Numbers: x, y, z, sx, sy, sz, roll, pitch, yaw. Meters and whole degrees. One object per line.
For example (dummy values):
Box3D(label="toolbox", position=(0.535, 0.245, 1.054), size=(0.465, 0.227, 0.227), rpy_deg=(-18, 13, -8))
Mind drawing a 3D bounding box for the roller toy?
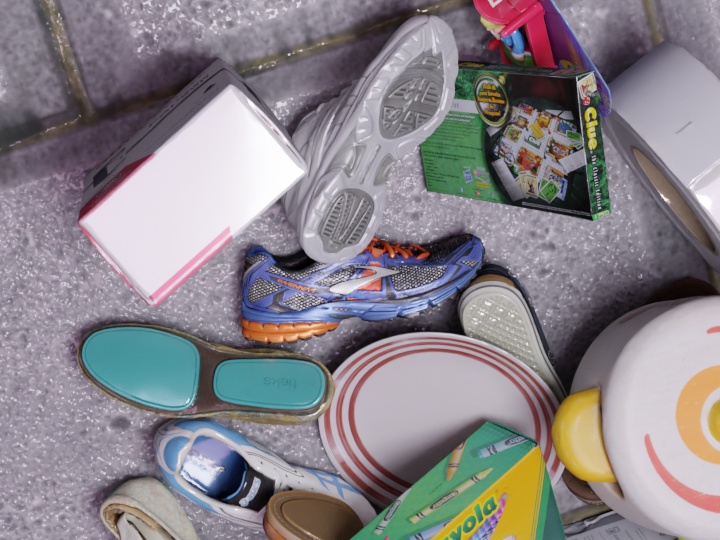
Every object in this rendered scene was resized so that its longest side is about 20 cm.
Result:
Box3D(label="roller toy", position=(0.255, 0.109, 1.372), size=(0.200, 0.140, 0.183), rpy_deg=(33, 83, -6))

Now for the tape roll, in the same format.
Box3D(label="tape roll", position=(0.261, -0.073, 1.372), size=(0.071, 0.202, 0.203), rpy_deg=(-38, 107, 2))

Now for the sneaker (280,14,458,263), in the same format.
Box3D(label="sneaker", position=(-0.005, -0.111, 1.369), size=(0.078, 0.099, 0.200), rpy_deg=(25, 101, -41))

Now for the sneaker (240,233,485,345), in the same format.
Box3D(label="sneaker", position=(0.000, 0.000, 1.415), size=(0.199, 0.075, 0.079), rpy_deg=(-14, 103, -8))

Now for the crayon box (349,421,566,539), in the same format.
Box3D(label="crayon box", position=(0.064, 0.222, 1.391), size=(0.200, 0.058, 0.119), rpy_deg=(-38, 128, -27))

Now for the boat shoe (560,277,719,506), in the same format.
Box3D(label="boat shoe", position=(0.229, 0.100, 1.488), size=(0.075, 0.075, 0.203), rpy_deg=(33, 82, 26))

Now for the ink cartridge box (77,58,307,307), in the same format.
Box3D(label="ink cartridge box", position=(-0.122, -0.069, 1.308), size=(0.146, 0.200, 0.085), rpy_deg=(-41, 102, 2))

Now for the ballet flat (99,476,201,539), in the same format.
Box3D(label="ballet flat", position=(-0.133, 0.248, 1.418), size=(0.200, 0.062, 0.067), rpy_deg=(48, 122, 16))

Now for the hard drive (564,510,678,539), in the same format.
Box3D(label="hard drive", position=(0.214, 0.236, 1.476), size=(0.199, 0.140, 0.038), rpy_deg=(-18, 106, -4))

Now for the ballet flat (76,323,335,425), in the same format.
Box3D(label="ballet flat", position=(-0.119, 0.086, 1.417), size=(0.199, 0.071, 0.071), rpy_deg=(8, 103, 2))

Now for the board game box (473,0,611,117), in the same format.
Box3D(label="board game box", position=(0.105, -0.182, 1.338), size=(0.039, 0.158, 0.200), rpy_deg=(-37, 108, -5))

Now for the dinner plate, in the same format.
Box3D(label="dinner plate", position=(0.066, 0.123, 1.449), size=(0.199, 0.024, 0.201), rpy_deg=(5, 128, 7))

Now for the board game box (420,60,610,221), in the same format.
Box3D(label="board game box", position=(0.106, -0.100, 1.345), size=(0.023, 0.200, 0.105), rpy_deg=(-21, 110, -30))

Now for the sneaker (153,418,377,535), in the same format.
Box3D(label="sneaker", position=(-0.074, 0.178, 1.447), size=(0.200, 0.072, 0.072), rpy_deg=(27, 97, -18))

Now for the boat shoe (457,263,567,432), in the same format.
Box3D(label="boat shoe", position=(0.123, 0.081, 1.461), size=(0.074, 0.062, 0.200), rpy_deg=(-12, 122, 11))

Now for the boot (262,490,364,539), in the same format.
Box3D(label="boot", position=(-0.038, 0.264, 1.447), size=(0.200, 0.074, 0.155), rpy_deg=(33, 115, -32))
